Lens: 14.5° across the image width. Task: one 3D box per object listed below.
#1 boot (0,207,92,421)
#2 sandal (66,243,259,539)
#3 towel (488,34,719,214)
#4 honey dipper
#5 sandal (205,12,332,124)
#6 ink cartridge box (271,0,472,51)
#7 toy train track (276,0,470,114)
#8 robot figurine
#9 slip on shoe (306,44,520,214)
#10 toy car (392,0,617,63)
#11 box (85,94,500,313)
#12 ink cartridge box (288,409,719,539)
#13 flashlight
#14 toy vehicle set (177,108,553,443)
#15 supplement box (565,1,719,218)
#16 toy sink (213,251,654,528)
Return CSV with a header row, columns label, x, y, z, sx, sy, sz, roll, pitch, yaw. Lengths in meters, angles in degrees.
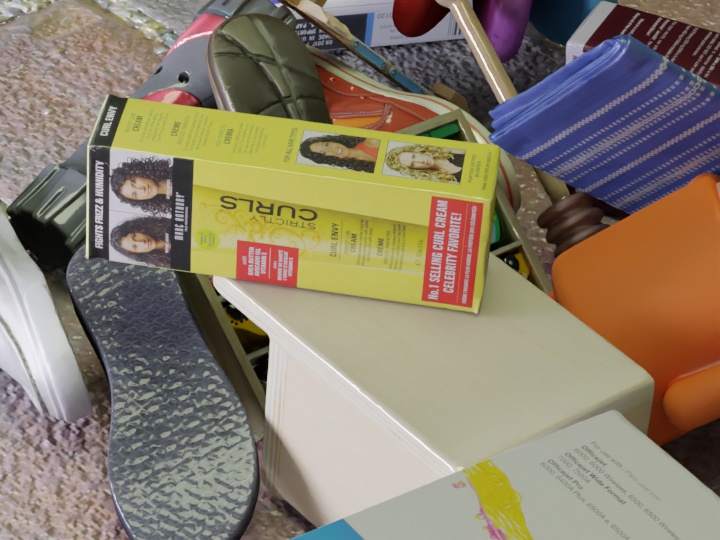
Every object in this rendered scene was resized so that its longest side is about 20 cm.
label,x,y,z,sx,sy,sz,roll,pitch,yaw
boot,-0.214,0.025,1.503,0.095,0.074,0.200,-23,41,-12
sandal,-0.097,0.068,1.442,0.076,0.043,0.201,-13,56,-4
towel,0.183,-0.061,1.540,0.199,0.145,0.024,25,63,-20
honey dipper,0.091,-0.084,1.610,0.038,0.038,0.201,-21,78,-31
sandal,-0.046,-0.045,1.575,0.081,0.055,0.201,-10,70,-29
ink cartridge box,0.001,-0.216,1.865,0.197,0.044,0.200,-7,40,-16
toy train track,-0.002,-0.146,1.671,0.200,0.033,0.115,35,0,-36
robot figurine,0.177,0.014,1.472,0.199,0.117,0.144,-28,-3,12
slip on shoe,0.010,-0.071,1.652,0.199,0.074,0.061,27,55,32
toy car,0.078,-0.196,1.700,0.199,0.175,0.151,15,56,-4
box,-0.033,-0.033,1.396,0.198,0.076,0.050,8,38,3
ink cartridge box,0.073,0.182,1.239,0.199,0.148,0.145,-20,43,-29
flashlight,-0.113,-0.079,1.607,0.068,0.068,0.200,37,61,8
toy vehicle set,0.000,0.000,1.527,0.199,0.027,0.125,-22,79,-32
supplement box,0.215,-0.072,1.638,0.199,0.109,0.061,17,37,18
toy sink,0.028,0.069,1.421,0.130,0.113,0.200,-23,45,-34
